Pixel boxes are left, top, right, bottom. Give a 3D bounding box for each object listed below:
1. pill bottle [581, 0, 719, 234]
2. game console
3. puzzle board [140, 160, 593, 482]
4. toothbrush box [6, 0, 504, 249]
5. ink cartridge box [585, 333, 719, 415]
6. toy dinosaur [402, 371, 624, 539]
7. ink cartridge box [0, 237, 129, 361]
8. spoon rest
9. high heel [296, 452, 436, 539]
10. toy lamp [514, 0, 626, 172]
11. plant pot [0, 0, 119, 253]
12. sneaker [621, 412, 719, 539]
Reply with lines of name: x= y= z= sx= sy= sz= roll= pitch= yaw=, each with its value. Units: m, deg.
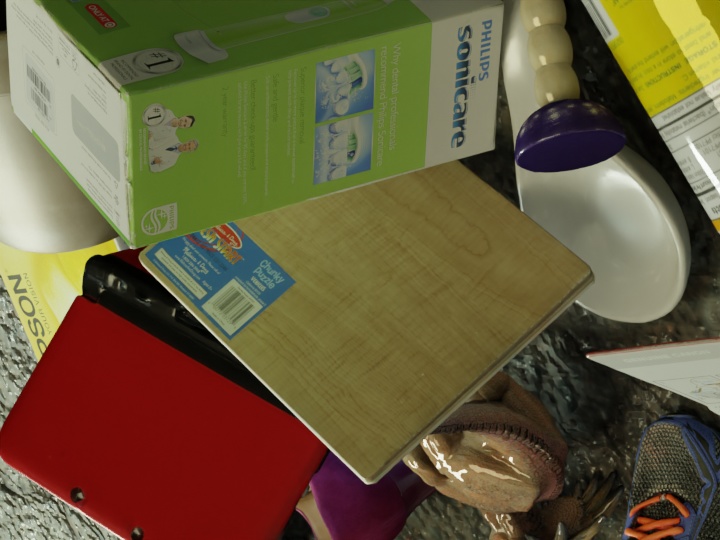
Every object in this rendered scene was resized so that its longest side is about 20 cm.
pill bottle: x=0.178 y=-0.084 z=1.007 sx=0.109 sy=0.109 sz=0.201 roll=-30 pitch=92 yaw=51
game console: x=-0.075 y=0.075 z=1.317 sx=0.199 sy=0.172 sz=0.119 roll=28 pitch=116 yaw=32
puzzle board: x=0.000 y=0.000 z=1.173 sx=0.200 sy=0.151 sz=0.017 roll=41 pitch=168 yaw=37
toothbrush box: x=-0.053 y=-0.103 z=1.119 sx=0.146 sy=0.199 sz=0.087 roll=44 pitch=143 yaw=45
ink cartridge box: x=0.228 y=0.039 z=1.001 sx=0.176 sy=0.045 sz=0.199 roll=27 pitch=157 yaw=-36
toy dinosaur: x=0.079 y=0.102 z=1.220 sx=0.136 sy=0.086 sz=0.200 roll=44 pitch=172 yaw=13
ink cartridge box: x=-0.203 y=-0.018 z=1.514 sx=0.199 sy=0.047 sz=0.199 roll=-9 pitch=108 yaw=47
spoon rest: x=0.107 y=-0.064 z=1.136 sx=0.099 sy=0.060 sz=0.201 roll=5 pitch=117 yaw=46
high heel: x=-0.045 y=0.131 z=1.398 sx=0.199 sy=0.096 sz=0.068 roll=11 pitch=122 yaw=43
toy lamp: x=0.077 y=-0.148 z=1.064 sx=0.058 sy=0.058 sz=0.201 roll=-34 pitch=61 yaw=52
plant pot: x=-0.178 y=-0.113 z=1.319 sx=0.199 sy=0.200 sz=0.174 roll=23 pitch=139 yaw=36
sneaker: x=0.151 y=0.168 z=1.172 sx=0.075 sy=0.078 sz=0.202 roll=-13 pitch=65 yaw=46
